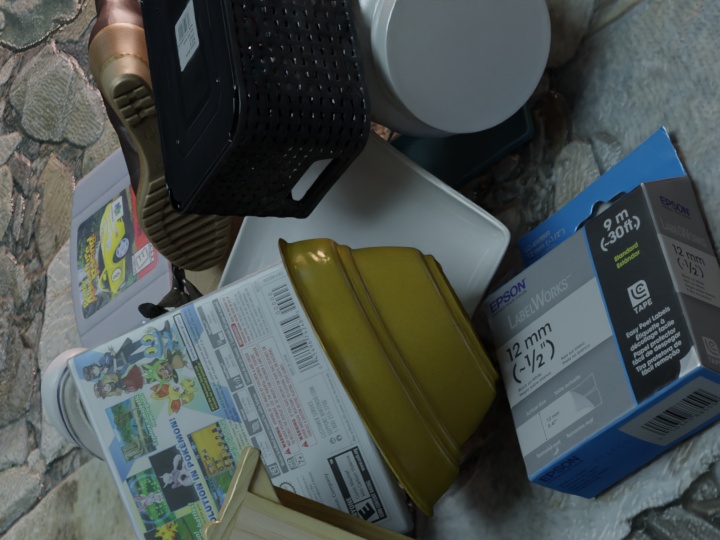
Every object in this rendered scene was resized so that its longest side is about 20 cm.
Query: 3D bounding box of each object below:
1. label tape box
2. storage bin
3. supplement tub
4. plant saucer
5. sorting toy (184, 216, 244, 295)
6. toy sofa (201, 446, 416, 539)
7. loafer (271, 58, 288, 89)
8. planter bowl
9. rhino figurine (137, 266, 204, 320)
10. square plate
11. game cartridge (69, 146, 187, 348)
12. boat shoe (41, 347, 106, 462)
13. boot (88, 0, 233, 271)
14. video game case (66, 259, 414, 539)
[{"bbox_3d":[0.150,0.019,1.237,0.143,0.066,0.200,-39,50,33],"label":"label tape box"},{"bbox_3d":[-0.073,-0.146,1.307,0.135,0.094,0.200,132,132,-54],"label":"storage bin"},{"bbox_3d":[0.030,-0.169,1.366,0.200,0.144,0.145,28,97,62],"label":"supplement tub"},{"bbox_3d":[0.049,-0.076,1.430,0.200,0.019,0.070,-35,51,37],"label":"plant saucer"},{"bbox_3d":[-0.071,-0.014,1.500,0.200,0.036,0.186,-13,84,50],"label":"sorting toy"},{"bbox_3d":[-0.001,0.188,1.231,0.083,0.200,0.098,136,155,-83],"label":"toy sofa"},{"bbox_3d":[-0.075,-0.145,1.469,0.070,0.200,0.070,-22,86,30],"label":"loafer"},{"bbox_3d":[0.032,0.048,1.256,0.083,0.201,0.201,-29,49,3],"label":"planter bowl"},{"bbox_3d":[-0.117,0.063,1.446,0.087,0.200,0.060,36,66,23],"label":"rhino figurine"},{"bbox_3d":[0.000,0.000,1.370,0.198,0.028,0.200,38,122,25],"label":"square plate"},{"bbox_3d":[-0.193,-0.016,1.674,0.133,0.041,0.200,-38,49,39],"label":"game cartridge"},{"bbox_3d":[-0.150,0.127,1.445,0.070,0.200,0.071,15,62,44],"label":"boat shoe"},{"bbox_3d":[-0.151,-0.116,1.503,0.072,0.200,0.167,-18,36,2],"label":"boot"},{"bbox_3d":[-0.083,0.116,1.347,0.182,0.022,0.200,-24,84,12],"label":"video game case"}]
